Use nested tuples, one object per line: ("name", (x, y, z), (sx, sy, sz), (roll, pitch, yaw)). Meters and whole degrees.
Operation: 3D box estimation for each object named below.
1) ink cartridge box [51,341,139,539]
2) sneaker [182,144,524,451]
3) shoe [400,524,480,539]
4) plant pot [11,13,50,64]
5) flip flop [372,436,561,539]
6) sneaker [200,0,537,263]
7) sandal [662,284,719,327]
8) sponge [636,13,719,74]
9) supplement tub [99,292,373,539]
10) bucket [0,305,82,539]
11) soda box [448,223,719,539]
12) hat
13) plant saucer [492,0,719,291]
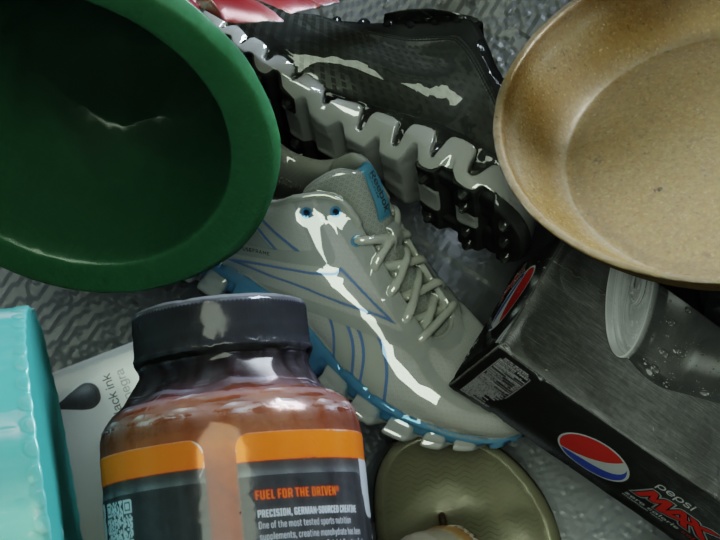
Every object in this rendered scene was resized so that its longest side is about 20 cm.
("ink cartridge box", (-0.126, 0.122, 1.016), (0.200, 0.083, 0.147), (-21, 80, 2))
("sneaker", (0.000, 0.000, 1.012), (0.200, 0.075, 0.087), (33, 126, 8))
("shoe", (-0.004, 0.196, 0.977), (0.070, 0.053, 0.200), (29, 109, 31))
("plant pot", (-0.125, -0.193, 1.020), (0.200, 0.200, 0.178), (38, 97, 10))
("flip flop", (0.053, 0.165, 1.004), (0.081, 0.058, 0.201), (-8, 80, 4))
("sneaker", (0.011, -0.085, 1.048), (0.200, 0.067, 0.091), (30, 67, 19))
("sandal", (0.181, -0.034, 1.030), (0.075, 0.045, 0.200), (33, 85, 10))
("sponge", (0.196, -0.082, 1.015), (0.200, 0.030, 0.112), (-21, 56, 1))
("supplement tub", (-0.046, 0.113, 0.914), (0.107, 0.107, 0.201), (-6, 81, 5))
("bucket", (-0.175, 0.111, 0.882), (0.134, 0.207, 0.208), (-9, 80, -4))
("soda box", (0.142, 0.070, 0.977), (0.200, 0.063, 0.071), (35, 67, -5))
("hat", (-0.095, -0.104, 0.982), (0.200, 0.176, 0.166), (35, 128, -20))
("plant saucer", (0.155, -0.056, 0.953), (0.200, 0.035, 0.201), (-7, 45, 7))
